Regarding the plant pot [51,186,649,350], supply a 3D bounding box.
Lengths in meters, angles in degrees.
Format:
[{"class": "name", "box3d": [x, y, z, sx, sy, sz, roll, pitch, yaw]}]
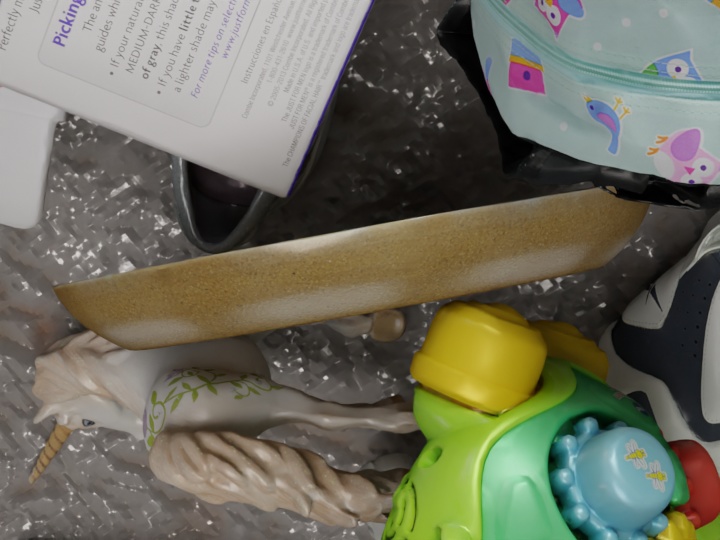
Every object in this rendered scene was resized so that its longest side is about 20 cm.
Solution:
[{"class": "plant pot", "box3d": [0.000, 0.000, 0.795, 0.200, 0.200, 0.028, -10, 91, 12]}]

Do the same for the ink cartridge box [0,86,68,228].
[{"class": "ink cartridge box", "box3d": [-0.142, -0.126, 0.825, 0.116, 0.067, 0.200, 13, 116, 0]}]

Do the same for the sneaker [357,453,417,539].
[{"class": "sneaker", "box3d": [0.086, 0.121, 0.917, 0.200, 0.076, 0.081, 36, 103, -15]}]

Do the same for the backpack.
[{"class": "backpack", "box3d": [0.097, -0.098, 0.732, 0.167, 0.200, 0.127, -1, 115, 9]}]

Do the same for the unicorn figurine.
[{"class": "unicorn figurine", "box3d": [-0.049, 0.047, 0.870, 0.137, 0.200, 0.074, 1, 89, -8]}]

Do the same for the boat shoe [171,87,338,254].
[{"class": "boat shoe", "box3d": [-0.029, -0.104, 0.821, 0.074, 0.065, 0.202, 15, 114, 0]}]

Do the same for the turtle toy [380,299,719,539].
[{"class": "turtle toy", "box3d": [0.066, 0.095, 0.780, 0.101, 0.200, 0.146, 22, 93, 22]}]

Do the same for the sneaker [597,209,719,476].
[{"class": "sneaker", "box3d": [0.188, 0.042, 0.852, 0.199, 0.080, 0.130, 29, 125, 5]}]

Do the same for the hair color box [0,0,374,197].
[{"class": "hair color box", "box3d": [-0.092, -0.114, 0.754, 0.200, 0.065, 0.109, 21, 116, -8]}]
